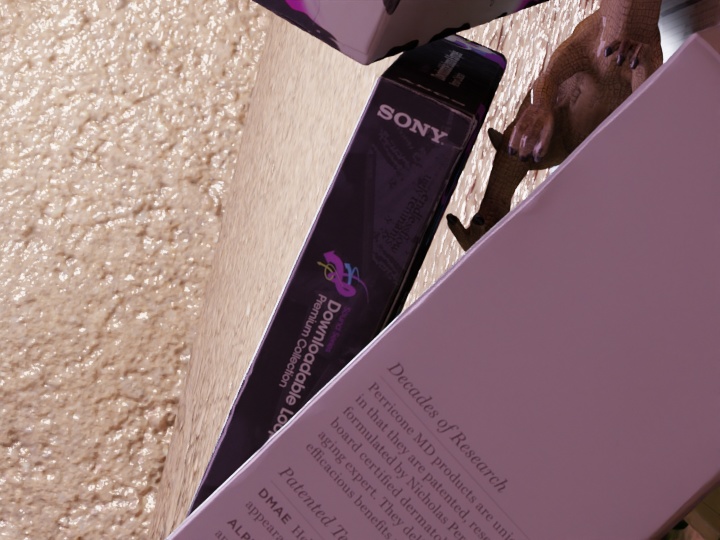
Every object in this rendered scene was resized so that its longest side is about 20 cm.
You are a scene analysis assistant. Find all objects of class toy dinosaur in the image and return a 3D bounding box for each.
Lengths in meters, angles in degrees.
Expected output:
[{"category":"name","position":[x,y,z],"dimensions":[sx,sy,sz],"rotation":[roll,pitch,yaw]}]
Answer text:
[{"category":"toy dinosaur","position":[0.068,-0.047,0.838],"dimensions":[0.200,0.058,0.101],"rotation":[109,-177,-62]}]

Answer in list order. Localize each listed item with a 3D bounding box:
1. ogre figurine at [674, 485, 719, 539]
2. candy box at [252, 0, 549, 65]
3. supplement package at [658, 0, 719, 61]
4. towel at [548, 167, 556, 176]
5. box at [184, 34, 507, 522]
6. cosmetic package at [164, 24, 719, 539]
[{"category":"ogre figurine","position":[0.094,0.056,1.010],"dimensions":[0.201,0.098,0.120],"rotation":[63,159,14]},{"category":"candy box","position":[0.043,-0.149,0.886],"dimensions":[0.200,0.061,0.137],"rotation":[-27,-37,-63]},{"category":"supplement package","position":[0.146,-0.077,0.856],"dimensions":[0.114,0.109,0.201],"rotation":[171,111,-80]},{"category":"towel","position":[0.128,-0.083,1.184],"dimensions":[0.200,0.049,0.148],"rotation":[118,168,-61]},{"category":"box","position":[0.000,0.000,0.894],"dimensions":[0.200,0.036,0.144],"rotation":[-65,-1,-80]},{"category":"cosmetic package","position":[0.042,0.036,0.689],"dimensions":[0.200,0.081,0.113],"rotation":[-45,-5,12]}]
